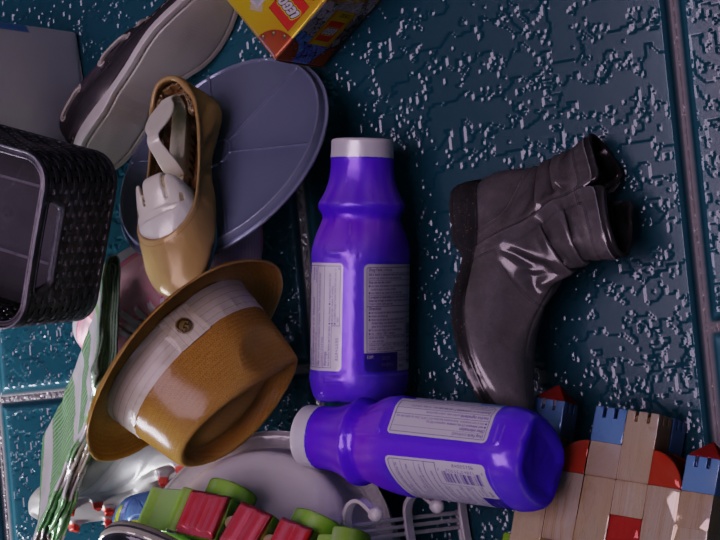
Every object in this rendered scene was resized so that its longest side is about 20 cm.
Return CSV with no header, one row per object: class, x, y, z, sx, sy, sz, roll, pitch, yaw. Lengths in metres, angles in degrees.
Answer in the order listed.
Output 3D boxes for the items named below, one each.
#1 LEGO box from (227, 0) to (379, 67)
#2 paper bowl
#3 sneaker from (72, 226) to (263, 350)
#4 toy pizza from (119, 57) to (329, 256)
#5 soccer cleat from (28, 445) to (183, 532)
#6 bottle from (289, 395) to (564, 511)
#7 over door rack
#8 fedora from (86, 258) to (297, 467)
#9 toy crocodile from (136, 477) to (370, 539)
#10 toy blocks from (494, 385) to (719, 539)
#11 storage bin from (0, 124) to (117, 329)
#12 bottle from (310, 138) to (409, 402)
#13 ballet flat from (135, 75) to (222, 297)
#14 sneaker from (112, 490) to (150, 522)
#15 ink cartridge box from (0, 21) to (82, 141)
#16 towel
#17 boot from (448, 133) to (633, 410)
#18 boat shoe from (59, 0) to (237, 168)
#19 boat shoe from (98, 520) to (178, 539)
LEGO box,-0.059,-0.284,1.653,0.149,0.077,0.200,-47,68,22
paper bowl,-0.071,0.218,1.594,0.200,0.104,0.201,-4,62,7
sneaker,-0.154,0.028,1.692,0.200,0.075,0.105,-38,41,21
toy pizza,-0.105,-0.084,1.663,0.200,0.032,0.200,-22,44,23
soccer cleat,-0.195,0.160,1.746,0.200,0.069,0.078,-24,58,30
bottle,0.044,0.128,1.511,0.200,0.084,0.065,3,61,33
over door rack,0.053,0.264,1.545,0.067,0.148,0.200,0,90,43
fedora,-0.113,0.084,1.576,0.082,0.201,0.201,41,109,20
toy crocodile,-0.079,0.190,1.505,0.200,0.062,0.068,13,67,33
toy blocks,0.191,0.159,1.505,0.200,0.100,0.137,7,82,32
storage bin,-0.299,-0.042,1.621,0.200,0.094,0.135,16,101,29
bottle,0.000,0.000,1.605,0.065,0.083,0.200,1,91,28
ballet flat,-0.147,-0.068,1.608,0.069,0.063,0.200,-21,45,22
sneaker,-0.152,0.273,1.709,0.071,0.083,0.200,22,118,58
ink cartridge box,-0.354,-0.118,1.787,0.200,0.147,0.146,-11,85,29
towel,-0.224,0.109,1.663,0.153,0.023,0.200,-95,22,-52
boot,0.135,0.003,1.522,0.131,0.070,0.200,-18,66,29
boat shoe,-0.176,-0.172,1.728,0.200,0.074,0.060,-53,48,14
boat shoe,-0.118,0.259,1.496,0.200,0.062,0.075,47,139,4
